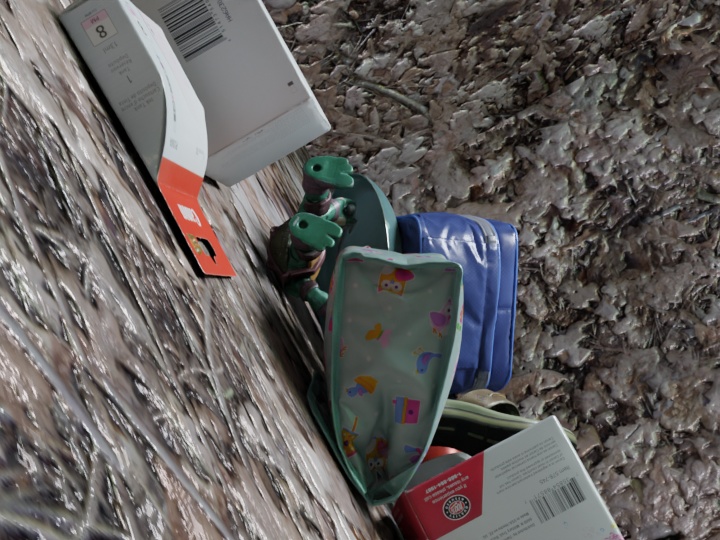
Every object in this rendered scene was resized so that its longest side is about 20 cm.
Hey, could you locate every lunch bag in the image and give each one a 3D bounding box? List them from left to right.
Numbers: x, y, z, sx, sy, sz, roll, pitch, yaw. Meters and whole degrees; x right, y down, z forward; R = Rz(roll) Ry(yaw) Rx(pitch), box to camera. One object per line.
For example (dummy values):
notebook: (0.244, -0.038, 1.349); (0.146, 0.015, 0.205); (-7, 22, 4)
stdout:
lunch bag: (0.019, 0.083, 1.125); (0.170, 0.121, 0.201); (-95, -169, -86)
lunch bag: (0.090, 0.041, 1.383); (0.136, 0.132, 0.201); (-171, -97, -67)

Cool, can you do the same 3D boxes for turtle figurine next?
turtle figurine: (-0.042, -0.016, 1.293); (0.200, 0.100, 0.150); (95, -11, -62)

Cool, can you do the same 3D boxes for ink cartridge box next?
ink cartridge box: (-0.131, -0.095, 0.968); (0.200, 0.057, 0.163); (57, 2, 2)
ink cartridge box: (0.137, 0.251, 1.123); (0.201, 0.145, 0.145); (63, -11, 14)

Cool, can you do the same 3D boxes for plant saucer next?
plant saucer: (0.000, 0.000, 1.399); (0.200, 0.027, 0.201); (-178, -90, -67)

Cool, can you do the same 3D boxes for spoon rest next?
spoon rest: (0.124, 0.209, 1.302); (0.199, 0.061, 0.099); (6, 30, -37)

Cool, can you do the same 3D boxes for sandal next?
sandal: (0.108, 0.135, 1.250); (0.080, 0.200, 0.058); (115, -10, -51)

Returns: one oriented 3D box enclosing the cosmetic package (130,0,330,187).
cosmetic package: (-0.131, -0.194, 1.189); (0.200, 0.123, 0.200); (61, 4, 3)

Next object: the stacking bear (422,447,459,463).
stacking bear: (0.110, 0.247, 1.439); (0.200, 0.121, 0.114); (49, -14, 50)

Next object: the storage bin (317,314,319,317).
storage bin: (0.046, 0.042, 1.546); (0.134, 0.200, 0.146); (34, 25, -59)

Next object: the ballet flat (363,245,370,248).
ballet flat: (0.025, 0.067, 1.265); (0.076, 0.064, 0.201); (-56, 150, -51)
